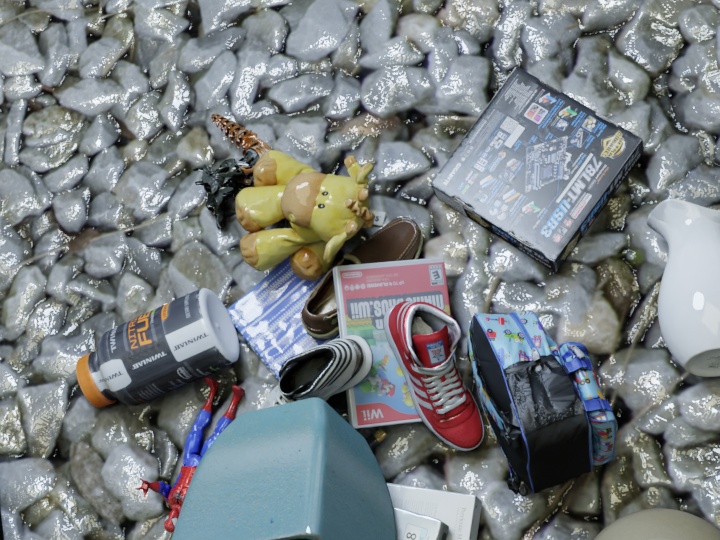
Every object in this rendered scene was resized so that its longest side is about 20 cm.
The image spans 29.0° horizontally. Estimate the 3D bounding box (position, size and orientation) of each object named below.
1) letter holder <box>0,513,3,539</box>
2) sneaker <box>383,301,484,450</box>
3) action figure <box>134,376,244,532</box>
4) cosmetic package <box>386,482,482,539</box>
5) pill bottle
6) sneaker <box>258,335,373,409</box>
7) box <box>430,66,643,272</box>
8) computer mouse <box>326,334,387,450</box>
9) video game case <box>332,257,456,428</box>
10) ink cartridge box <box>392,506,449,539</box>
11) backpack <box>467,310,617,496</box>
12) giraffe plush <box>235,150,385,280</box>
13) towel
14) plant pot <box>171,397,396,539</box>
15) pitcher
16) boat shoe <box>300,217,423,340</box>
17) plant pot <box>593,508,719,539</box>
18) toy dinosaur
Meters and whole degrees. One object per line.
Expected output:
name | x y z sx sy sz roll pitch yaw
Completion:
letter holder | -0.548 0.343 1.793 0.142 0.101 0.201 -15 69 11
sneaker | 0.097 0.125 1.656 0.071 0.112 0.200 -30 90 -15
action figure | -0.215 0.231 1.750 0.065 0.099 0.201 15 79 19
cosmetic package | 0.055 0.360 1.661 0.150 0.052 0.201 5 74 19
pill bottle | -0.265 0.108 1.790 0.200 0.106 0.106 -24 68 11
sneaker | -0.086 0.146 1.663 0.200 0.115 0.076 -45 66 22
box | 0.226 -0.132 1.781 0.198 0.050 0.200 33 82 21
computer mouse | -0.005 0.146 1.726 0.200 0.046 0.140 -42 69 -5
video game case | 0.046 0.088 1.717 0.143 0.017 0.201 -5 83 -15
ink cartridge box | -0.012 0.348 1.631 0.199 0.047 0.161 13 76 19
backpack | 0.205 0.137 1.637 0.134 0.183 0.200 -19 57 -2
giraffe plush | -0.050 -0.073 1.735 0.199 0.162 0.173 -5 92 -11
towel | -0.068 0.079 1.799 0.145 0.024 0.200 -41 68 -2
plant pot | -0.075 0.263 1.584 0.196 0.196 0.200 -14 49 27
pitcher | 0.436 0.019 1.652 0.171 0.121 0.201 0 60 -2
boat shoe | 0.005 0.004 1.767 0.075 0.075 0.202 36 75 21
plant pot | 0.335 0.357 1.548 0.200 0.134 0.201 -4 72 12
toy dinosaur | -0.146 -0.123 1.864 0.135 0.102 0.200 -29 49 -13
